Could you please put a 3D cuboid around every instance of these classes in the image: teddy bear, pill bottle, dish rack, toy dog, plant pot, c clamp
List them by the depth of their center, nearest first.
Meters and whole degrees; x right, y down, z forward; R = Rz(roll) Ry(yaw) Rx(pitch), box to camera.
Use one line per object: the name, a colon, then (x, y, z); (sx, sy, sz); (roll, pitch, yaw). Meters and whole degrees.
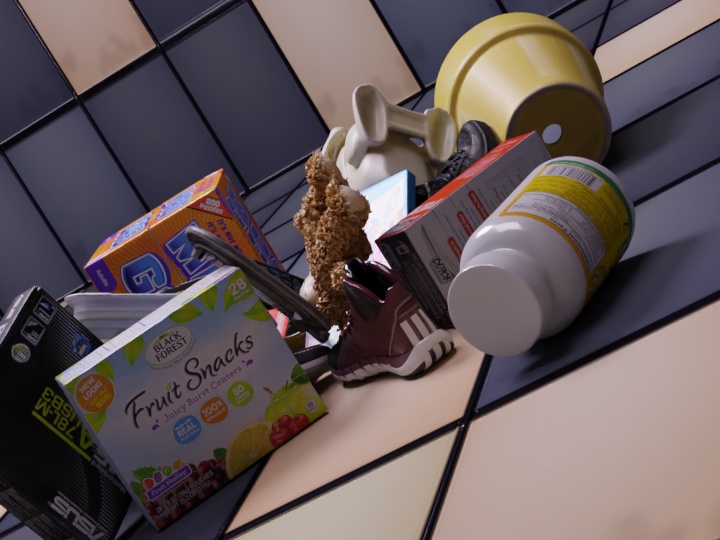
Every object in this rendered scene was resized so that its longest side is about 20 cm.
pill bottle: (0.152, -0.010, 1.364); (0.112, 0.113, 0.200); (-24, 12, 37)
teddy bear: (-0.032, -0.023, 1.612); (0.067, 0.145, 0.200); (-21, -28, -20)
c clamp: (-0.103, 0.017, 1.614); (0.027, 0.200, 0.171); (-54, 18, -8)
dish rack: (-0.192, 0.061, 1.649); (0.199, 0.044, 0.172); (-1, -15, 6)
plant pot: (0.203, -0.185, 1.886); (0.200, 0.201, 0.189); (-31, 24, 2)
toy dog: (0.014, -0.091, 1.899); (0.139, 0.195, 0.200); (6, -29, -30)

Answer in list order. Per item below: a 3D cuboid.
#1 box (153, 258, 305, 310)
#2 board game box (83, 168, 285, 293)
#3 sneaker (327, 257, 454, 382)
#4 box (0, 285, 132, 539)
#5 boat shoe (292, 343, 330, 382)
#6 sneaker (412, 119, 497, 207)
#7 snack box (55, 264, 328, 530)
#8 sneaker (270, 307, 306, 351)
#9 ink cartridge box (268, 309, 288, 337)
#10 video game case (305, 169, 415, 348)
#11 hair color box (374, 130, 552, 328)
box: (-0.157, 0.045, 1.930); (0.159, 0.044, 0.200); (-18, -14, 15)
board game box: (-0.221, 0.011, 2.139); (0.199, 0.200, 0.200); (-31, 11, 5)
sneaker: (0.008, 0.041, 1.544); (0.076, 0.116, 0.200); (-37, 11, -28)
box: (-0.290, 0.149, 1.539); (0.047, 0.200, 0.194); (-26, 29, 38)
boat shoe: (-0.114, 0.111, 1.629); (0.199, 0.060, 0.074); (-24, -21, -26)
sneaker: (0.096, -0.086, 1.771); (0.104, 0.201, 0.060); (9, -28, -21)
snack box: (-0.160, 0.118, 1.523); (0.200, 0.169, 0.068); (-34, 12, -16)
sneaker: (-0.103, 0.083, 1.848); (0.199, 0.076, 0.088); (-24, 1, -7)
ink cartridge box: (-0.175, 0.104, 1.729); (0.173, 0.044, 0.200); (-14, 35, 21)
video game case: (0.000, 0.000, 1.729); (0.143, 0.018, 0.201); (-26, 47, 34)
hair color box: (0.123, -0.041, 1.613); (0.200, 0.111, 0.064); (-37, 10, -30)
